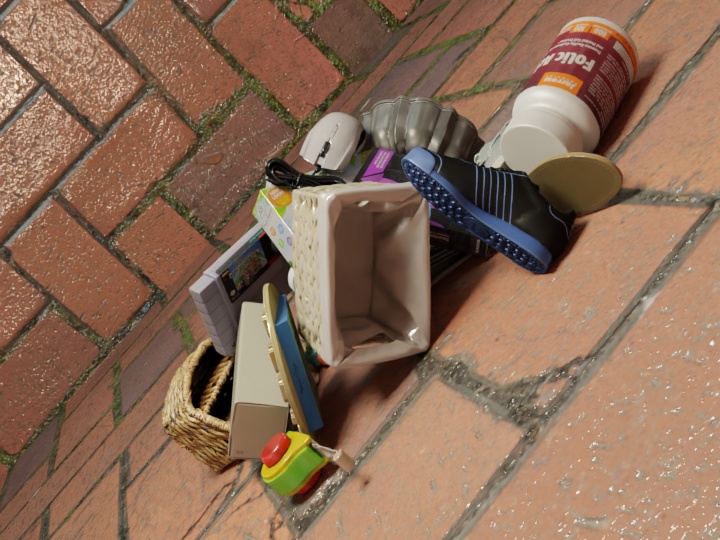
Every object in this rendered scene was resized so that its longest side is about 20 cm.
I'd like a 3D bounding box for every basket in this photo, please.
[{"bbox_3d":[-0.003,-0.005,1.079,0.133,0.204,0.123,-7,15,-25],"label":"basket"},{"bbox_3d":[-0.186,0.164,1.349,0.148,0.143,0.201,-34,20,40],"label":"basket"}]

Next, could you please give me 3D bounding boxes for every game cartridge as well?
[{"bbox_3d":[-0.158,0.013,1.351,0.038,0.131,0.200,19,51,33],"label":"game cartridge"}]

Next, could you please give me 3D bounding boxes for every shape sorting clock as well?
[{"bbox_3d":[-0.087,0.114,1.129,0.039,0.203,0.200,-17,16,-2],"label":"shape sorting clock"}]

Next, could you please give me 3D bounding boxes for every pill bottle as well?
[{"bbox_3d":[0.255,-0.206,1.123,0.114,0.114,0.201,-22,29,57],"label":"pill bottle"}]

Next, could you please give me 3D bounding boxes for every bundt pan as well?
[{"bbox_3d":[0.081,-0.156,1.347,0.201,0.200,0.077,-28,36,49],"label":"bundt pan"}]

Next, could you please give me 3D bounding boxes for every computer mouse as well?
[{"bbox_3d":[-0.046,-0.167,1.241,0.201,0.108,0.044,-63,-11,-47],"label":"computer mouse"}]

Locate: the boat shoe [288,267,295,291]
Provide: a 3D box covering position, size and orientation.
[{"bbox_3d":[0.000,0.000,1.271,0.197,0.071,0.066,-9,23,-21],"label":"boat shoe"}]

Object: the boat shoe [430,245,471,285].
[{"bbox_3d":[0.064,-0.005,1.182,0.199,0.074,0.067,-37,28,-3],"label":"boat shoe"}]

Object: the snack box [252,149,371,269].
[{"bbox_3d":[-0.025,-0.072,1.235,0.198,0.143,0.053,-25,-24,-36],"label":"snack box"}]

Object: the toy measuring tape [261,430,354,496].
[{"bbox_3d":[-0.067,0.223,1.026,0.074,0.074,0.199,-51,15,-17],"label":"toy measuring tape"}]

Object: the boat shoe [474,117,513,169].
[{"bbox_3d":[0.188,-0.139,1.187,0.071,0.071,0.201,2,37,36],"label":"boat shoe"}]

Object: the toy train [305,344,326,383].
[{"bbox_3d":[-0.026,0.080,1.291,0.199,0.056,0.151,-40,16,23],"label":"toy train"}]

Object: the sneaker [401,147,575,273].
[{"bbox_3d":[0.140,-0.083,0.998,0.078,0.199,0.070,-52,-5,-15],"label":"sneaker"}]

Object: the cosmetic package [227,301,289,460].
[{"bbox_3d":[-0.136,0.146,1.241,0.202,0.072,0.105,-96,16,-52],"label":"cosmetic package"}]

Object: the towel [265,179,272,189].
[{"bbox_3d":[-0.058,-0.068,1.407,0.150,0.197,0.031,110,177,-55],"label":"towel"}]

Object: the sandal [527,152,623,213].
[{"bbox_3d":[0.222,-0.102,1.034,0.070,0.077,0.211,-54,11,-30],"label":"sandal"}]

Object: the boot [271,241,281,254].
[{"bbox_3d":[-0.065,-0.017,1.359,0.212,0.155,0.080,-58,37,42],"label":"boot"}]

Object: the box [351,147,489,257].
[{"bbox_3d":[0.086,-0.093,1.192,0.144,0.196,0.037,-62,-18,-47],"label":"box"}]
